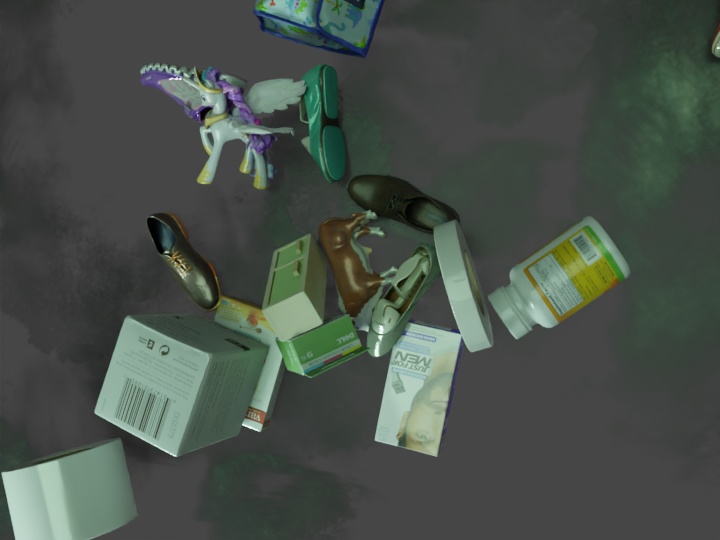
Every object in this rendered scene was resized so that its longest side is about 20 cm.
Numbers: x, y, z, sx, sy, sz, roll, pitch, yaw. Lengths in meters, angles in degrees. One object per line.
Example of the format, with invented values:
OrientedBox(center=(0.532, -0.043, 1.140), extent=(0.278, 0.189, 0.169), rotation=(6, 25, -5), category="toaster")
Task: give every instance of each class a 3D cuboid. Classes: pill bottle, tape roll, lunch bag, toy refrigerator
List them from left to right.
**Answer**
OrientedBox(center=(-0.496, 0.383, 1.346), extent=(0.200, 0.203, 0.141), rotation=(-15, 85, 13), category="tape roll")
OrientedBox(center=(-0.103, 0.020, 1.253), extent=(0.075, 0.201, 0.070), rotation=(-24, 115, 13), category="toy refrigerator")
OrientedBox(center=(-0.058, -0.461, 1.296), extent=(0.198, 0.127, 0.172), rotation=(18, 91, 0), category="lunch bag")
OrientedBox(center=(0.158, 0.023, 1.195), extent=(0.037, 0.203, 0.205), rotation=(-16, 86, 13), category="tape roll")
OrientedBox(center=(0.300, 0.017, 1.207), extent=(0.199, 0.111, 0.112), rotation=(-35, 82, 11), category="pill bottle")

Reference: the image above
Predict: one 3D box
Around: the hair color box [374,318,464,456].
OrientedBox(center=(0.098, 0.187, 1.279), extent=(0.108, 0.065, 0.203), rotation=(11, 94, 13), category="hair color box")

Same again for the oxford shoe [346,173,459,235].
OrientedBox(center=(0.065, -0.113, 1.279), extent=(0.198, 0.084, 0.073), rotation=(20, 96, 14), category="oxford shoe")

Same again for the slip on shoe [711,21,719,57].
OrientedBox(center=(0.572, -0.418, 1.177), extent=(0.061, 0.074, 0.202), rotation=(28, 104, 46), category="slip on shoe")

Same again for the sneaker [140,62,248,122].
OrientedBox(center=(-0.296, -0.308, 1.371), extent=(0.198, 0.080, 0.090), rotation=(12, 100, 12), category="sneaker")

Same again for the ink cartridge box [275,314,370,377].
OrientedBox(center=(-0.064, 0.115, 1.234), extent=(0.103, 0.200, 0.060), rotation=(-23, 92, -15), category="ink cartridge box")

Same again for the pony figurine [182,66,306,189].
OrientedBox(center=(-0.191, -0.235, 1.292), extent=(0.190, 0.167, 0.202), rotation=(6, 130, 3), category="pony figurine")

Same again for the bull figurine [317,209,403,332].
OrientedBox(center=(0.000, 0.000, 1.303), extent=(0.120, 0.065, 0.202), rotation=(-22, 89, 6), category="bull figurine")

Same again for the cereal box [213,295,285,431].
OrientedBox(center=(-0.202, 0.159, 1.360), extent=(0.142, 0.039, 0.202), rotation=(17, 93, 14), category="cereal box")

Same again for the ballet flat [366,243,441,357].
OrientedBox(center=(0.058, 0.043, 1.234), extent=(0.067, 0.063, 0.201), rotation=(39, 97, 41), category="ballet flat")

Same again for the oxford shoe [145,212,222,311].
OrientedBox(center=(-0.314, -0.013, 1.371), extent=(0.071, 0.073, 0.201), rotation=(-38, 82, 10), category="oxford shoe")

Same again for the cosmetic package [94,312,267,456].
OrientedBox(center=(-0.280, 0.173, 1.258), extent=(0.163, 0.200, 0.167), rotation=(21, 96, 17), category="cosmetic package")

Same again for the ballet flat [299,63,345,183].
OrientedBox(center=(-0.068, -0.244, 1.328), extent=(0.070, 0.067, 0.203), rotation=(-6, 88, 37), category="ballet flat")
